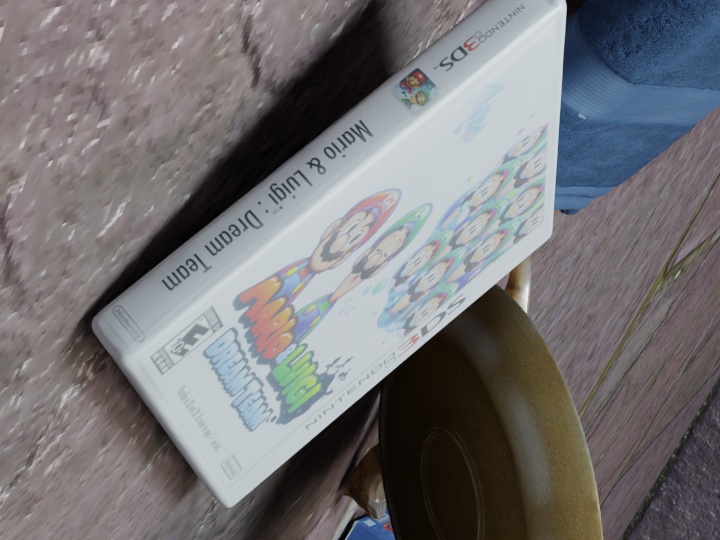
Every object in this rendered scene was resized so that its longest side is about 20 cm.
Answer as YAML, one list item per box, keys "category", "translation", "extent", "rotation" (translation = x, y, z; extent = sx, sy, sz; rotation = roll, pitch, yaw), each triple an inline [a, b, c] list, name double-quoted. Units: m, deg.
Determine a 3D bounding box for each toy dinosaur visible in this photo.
- category: "toy dinosaur"
  translation: [0.058, 0.066, 0.883]
  extent: [0.200, 0.106, 0.060]
  rotation: [-54, 159, 16]

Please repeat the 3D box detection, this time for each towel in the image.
- category: "towel"
  translation: [0.120, -0.092, 0.689]
  extent: [0.111, 0.049, 0.200]
  rotation: [-3, 152, -48]

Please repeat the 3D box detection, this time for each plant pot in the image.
- category: "plant pot"
  translation: [0.052, 0.103, 0.788]
  extent: [0.027, 0.201, 0.201]
  rotation: [-9, 142, -21]

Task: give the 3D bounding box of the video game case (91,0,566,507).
- category: "video game case"
  translation: [0.000, 0.000, 0.608]
  extent: [0.182, 0.024, 0.200]
  rotation: [-39, 161, -10]

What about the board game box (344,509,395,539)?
- category: "board game box"
  translation: [-0.019, 0.241, 1.072]
  extent: [0.201, 0.034, 0.135]
  rotation: [-59, 165, 9]
